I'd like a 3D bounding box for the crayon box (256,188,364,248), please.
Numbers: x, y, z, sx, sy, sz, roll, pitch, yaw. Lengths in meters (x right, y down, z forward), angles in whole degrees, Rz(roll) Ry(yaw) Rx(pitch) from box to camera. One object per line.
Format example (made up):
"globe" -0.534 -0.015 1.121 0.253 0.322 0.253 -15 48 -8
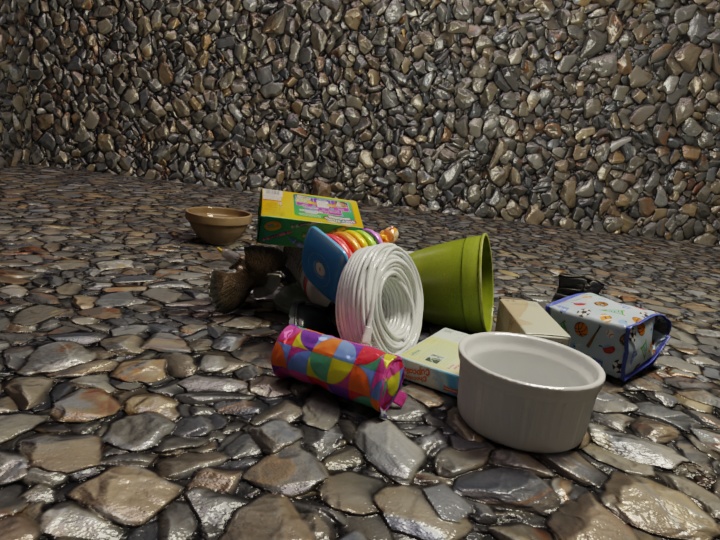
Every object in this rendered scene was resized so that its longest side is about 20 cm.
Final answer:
"crayon box" -0.098 -0.095 1.115 0.196 0.059 0.120 7 31 -13

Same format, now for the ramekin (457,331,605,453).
"ramekin" 0.228 0.166 0.807 0.196 0.100 0.201 6 13 -1

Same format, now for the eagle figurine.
"eagle figurine" -0.226 0.000 1.161 0.148 0.155 0.200 2 15 -14

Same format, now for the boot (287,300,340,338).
"boot" -0.042 0.095 1.018 0.164 0.078 0.200 2 7 -1

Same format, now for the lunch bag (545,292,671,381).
"lunch bag" 0.468 0.114 1.096 0.198 0.126 0.168 -16 24 -40

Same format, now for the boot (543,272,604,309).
"boot" 0.415 0.067 1.235 0.196 0.134 0.070 2 14 -17

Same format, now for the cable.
"cable" 0.037 0.058 0.960 0.068 0.204 0.199 -6 -15 33

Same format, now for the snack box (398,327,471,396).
"snack box" 0.154 0.149 0.975 0.114 0.038 0.199 14 15 29

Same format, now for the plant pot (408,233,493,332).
"plant pot" 0.168 0.031 1.198 0.189 0.205 0.200 -2 10 19

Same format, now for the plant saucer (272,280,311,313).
"plant saucer" -0.088 0.052 1.239 0.196 0.051 0.200 6 13 -1

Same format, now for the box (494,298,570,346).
"box" 0.299 0.124 1.030 0.076 0.097 0.200 5 12 0

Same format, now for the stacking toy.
"stacking toy" 0.000 -0.035 1.045 0.198 0.118 0.109 -25 50 -38

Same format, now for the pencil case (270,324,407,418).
"pencil case" -0.032 0.141 0.832 0.197 0.090 0.088 16 16 26

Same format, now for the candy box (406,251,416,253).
"candy box" 0.163 0.021 1.346 0.196 0.119 0.056 2 13 -14

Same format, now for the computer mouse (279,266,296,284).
"computer mouse" -0.142 0.011 1.418 0.138 0.047 0.199 13 8 -33

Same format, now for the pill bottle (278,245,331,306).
"pill bottle" -0.092 -0.025 1.174 0.112 0.116 0.200 -2 33 -32

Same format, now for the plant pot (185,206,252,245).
"plant pot" -0.430 -0.132 1.753 0.196 0.095 0.201 7 13 -2
